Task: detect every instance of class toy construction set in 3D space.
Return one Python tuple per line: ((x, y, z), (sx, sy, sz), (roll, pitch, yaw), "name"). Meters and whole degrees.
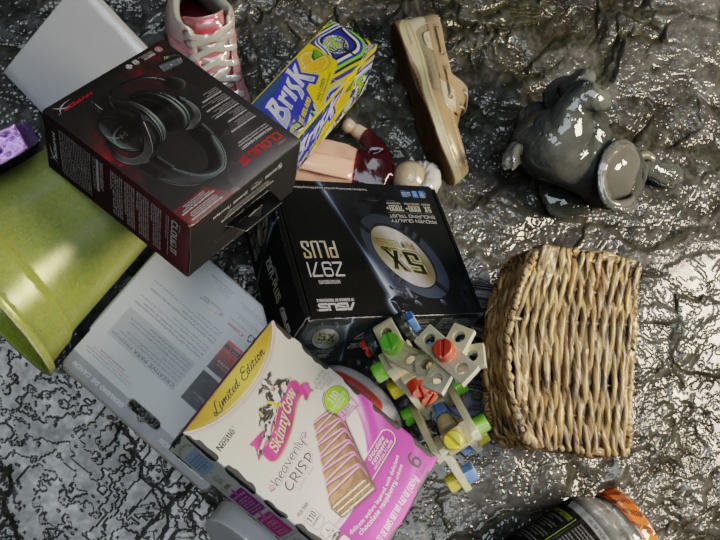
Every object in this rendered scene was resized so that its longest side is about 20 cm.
((0.065, 0.111, 0.821), (0.091, 0.201, 0.132), (-22, 53, -7), "toy construction set")

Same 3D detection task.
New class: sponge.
((-0.371, -0.107, 0.860), (0.111, 0.200, 0.030), (-29, 106, -11), "sponge")

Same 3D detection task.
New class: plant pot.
((-0.304, -0.034, 0.878), (0.200, 0.200, 0.184), (45, 67, -1), "plant pot")

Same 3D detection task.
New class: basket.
((0.184, 0.083, 0.903), (0.141, 0.149, 0.202), (7, 83, -11), "basket")

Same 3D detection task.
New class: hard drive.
((-0.267, -0.185, 0.950), (0.132, 0.027, 0.200), (-43, 91, 14), "hard drive")

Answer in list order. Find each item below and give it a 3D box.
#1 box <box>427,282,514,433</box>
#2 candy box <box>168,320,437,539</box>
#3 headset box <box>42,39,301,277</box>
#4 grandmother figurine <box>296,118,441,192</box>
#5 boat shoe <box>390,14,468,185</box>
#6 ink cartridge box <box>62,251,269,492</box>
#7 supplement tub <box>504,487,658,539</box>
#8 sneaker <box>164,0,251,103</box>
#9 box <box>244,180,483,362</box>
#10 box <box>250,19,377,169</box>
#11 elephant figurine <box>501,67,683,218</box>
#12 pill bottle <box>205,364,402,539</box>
((0.174, 0.104, 0.999), (0.198, 0.044, 0.162), (9, 81, -8), "box")
((-0.047, 0.161, 0.784), (0.200, 0.061, 0.137), (39, 56, -3), "candy box")
((-0.163, -0.101, 0.813), (0.199, 0.078, 0.149), (37, 54, 15), "headset box")
((-0.008, -0.109, 0.992), (0.198, 0.061, 0.123), (8, 90, -5), "grandmother figurine")
((0.092, -0.198, 1.013), (0.064, 0.071, 0.202), (-16, 84, -10), "boat shoe")
((-0.169, 0.095, 0.912), (0.200, 0.084, 0.176), (40, 81, 5), "ink cartridge box")
((0.210, 0.321, 0.936), (0.199, 0.123, 0.123), (-29, 88, -11), "supplement tub")
((-0.161, -0.216, 0.956), (0.075, 0.105, 0.202), (-19, 86, -17), "sneaker")
((0.000, 0.000, 0.905), (0.198, 0.086, 0.165), (0, 56, -28), "box")
((-0.060, -0.176, 0.946), (0.064, 0.070, 0.201), (29, 55, 8), "box")
((0.269, -0.116, 1.010), (0.155, 0.142, 0.200), (-37, 107, 16), "elephant figurine")
((-0.056, 0.196, 0.867), (0.112, 0.112, 0.200), (46, 55, -1), "pill bottle")
